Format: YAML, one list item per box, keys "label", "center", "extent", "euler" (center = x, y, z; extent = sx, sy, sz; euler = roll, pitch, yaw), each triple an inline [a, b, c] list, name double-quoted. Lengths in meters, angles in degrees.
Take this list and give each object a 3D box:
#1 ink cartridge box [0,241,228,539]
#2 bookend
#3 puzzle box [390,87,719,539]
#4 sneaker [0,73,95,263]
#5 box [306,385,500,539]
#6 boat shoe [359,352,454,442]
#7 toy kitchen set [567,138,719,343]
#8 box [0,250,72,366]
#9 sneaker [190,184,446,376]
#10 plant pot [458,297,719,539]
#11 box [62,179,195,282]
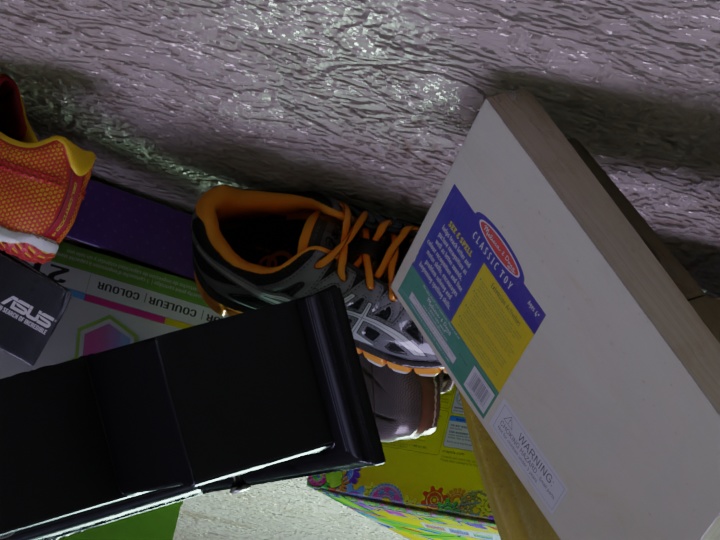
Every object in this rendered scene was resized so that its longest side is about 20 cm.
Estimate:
- label: "ink cartridge box"
  center: [-0.156, 0.097, 1.577]
  extent: [0.148, 0.200, 0.076]
  euler: [16, 167, -10]
- label: "bookend"
  center: [-0.127, 0.086, 1.419]
  extent: [0.199, 0.092, 0.200]
  euler: [-15, 179, -32]
- label: "puzzle box"
  center: [0.092, 0.038, 1.178]
  extent: [0.025, 0.200, 0.133]
  euler: [-17, 151, -32]
- label: "sneaker"
  center: [-0.207, -0.069, 1.403]
  extent: [0.200, 0.077, 0.073]
  euler: [27, 179, 31]
- label: "box"
  center: [0.105, 0.114, 1.726]
  extent: [0.200, 0.122, 0.193]
  euler: [8, 166, 26]
- label: "boat shoe"
  center: [0.020, 0.042, 1.557]
  extent: [0.072, 0.076, 0.200]
  euler: [4, -162, -14]
- label: "toy kitchen set"
  center: [0.190, -0.011, 1.223]
  extent: [0.200, 0.180, 0.163]
  euler: [-16, 145, -34]
- label: "box"
  center: [-0.250, -0.024, 1.444]
  extent: [0.160, 0.044, 0.200]
  euler: [30, 178, -24]
- label: "sneaker"
  center: [0.000, 0.000, 1.453]
  extent: [0.200, 0.078, 0.077]
  euler: [6, 151, 16]
- label: "plant pot"
  center: [0.160, 0.125, 1.430]
  extent: [0.200, 0.177, 0.200]
  euler: [-8, 167, 3]
- label: "box"
  center: [-0.156, -0.018, 1.630]
  extent: [0.200, 0.039, 0.137]
  euler: [20, 167, -22]
